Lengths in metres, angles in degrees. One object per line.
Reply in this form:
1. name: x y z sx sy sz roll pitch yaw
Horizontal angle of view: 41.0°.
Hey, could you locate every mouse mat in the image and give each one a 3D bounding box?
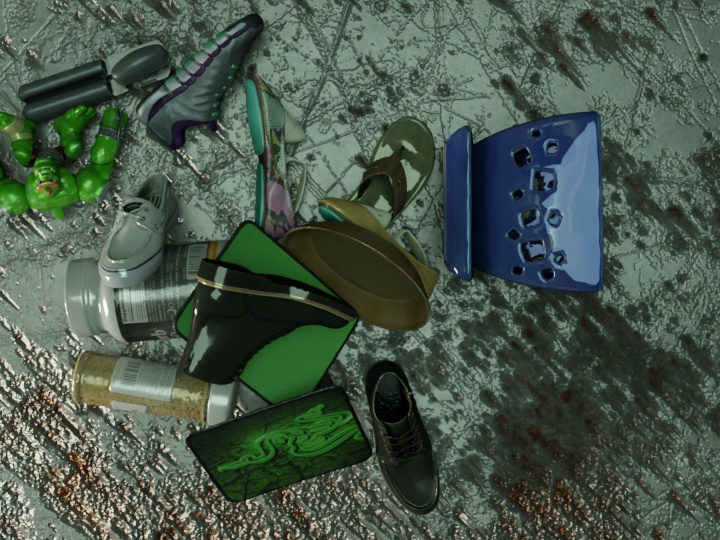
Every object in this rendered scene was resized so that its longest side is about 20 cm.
1. mouse mat: -0.107 0.060 1.145 0.200 0.008 0.162 42 71 -23
2. mouse mat: -0.095 0.214 1.171 0.198 0.008 0.162 -20 135 3

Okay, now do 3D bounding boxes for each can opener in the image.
1. can opener: -0.331 -0.240 1.191 0.198 0.067 0.054 -18 79 0

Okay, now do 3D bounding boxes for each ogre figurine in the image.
1. ogre figurine: -0.381 -0.132 1.186 0.198 0.098 0.121 -7 77 -29

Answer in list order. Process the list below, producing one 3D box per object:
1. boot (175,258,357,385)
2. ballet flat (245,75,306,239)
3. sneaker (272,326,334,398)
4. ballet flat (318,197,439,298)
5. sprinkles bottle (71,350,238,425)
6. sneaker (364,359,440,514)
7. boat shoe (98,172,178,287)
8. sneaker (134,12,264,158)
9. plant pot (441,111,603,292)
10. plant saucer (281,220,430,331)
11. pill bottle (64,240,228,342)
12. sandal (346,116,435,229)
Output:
1. boot: -0.111 0.076 1.110 0.198 0.077 0.140 16 94 -26
2. ballet flat: -0.103 -0.141 1.203 0.070 0.069 0.203 -5 96 -18
3. sneaker: -0.099 0.099 1.186 0.079 0.075 0.202 -27 91 -35
4. ballet flat: 0.026 -0.037 1.179 0.200 0.068 0.063 46 74 -31
5. sprinkles bottle: -0.254 0.147 1.203 0.197 0.068 0.069 9 91 0
6. sneaker: 0.049 0.214 1.184 0.074 0.106 0.202 -19 91 0
7. boat shoe: -0.265 -0.053 1.131 0.073 0.201 0.067 -3 118 2
8. sneaker: -0.183 -0.230 1.201 0.199 0.075 0.088 -38 104 11
9. plant pot: 0.188 -0.075 1.138 0.177 0.200 0.203 0 91 7
10. plant saucer: 0.000 0.000 1.150 0.199 0.200 0.036 30 65 0
11. pill bottle: -0.250 0.027 1.176 0.197 0.116 0.118 -5 91 1
12. sandal: 0.029 -0.097 1.201 0.079 0.057 0.202 32 91 -1
